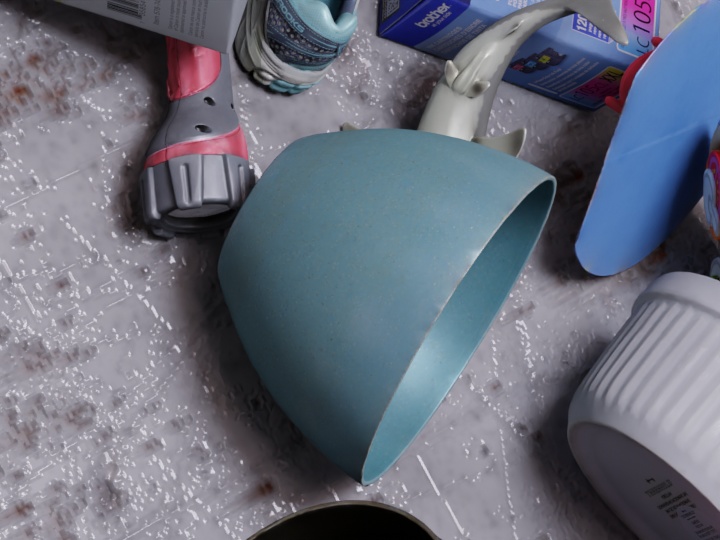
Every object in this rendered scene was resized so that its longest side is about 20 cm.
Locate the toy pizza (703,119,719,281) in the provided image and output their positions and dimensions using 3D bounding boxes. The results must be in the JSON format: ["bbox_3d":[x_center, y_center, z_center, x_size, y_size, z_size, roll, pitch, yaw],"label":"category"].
[{"bbox_3d":[0.240,0.004,1.551,0.032,0.200,0.201,-13,78,-2],"label":"toy pizza"}]

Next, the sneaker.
[{"bbox_3d":[-0.020,-0.209,1.513,0.077,0.086,0.201,13,66,-28],"label":"sneaker"}]

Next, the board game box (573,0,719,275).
[{"bbox_3d":[0.178,-0.092,1.560,0.039,0.201,0.158,33,34,27],"label":"board game box"}]

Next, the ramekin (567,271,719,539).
[{"bbox_3d":[0.213,0.107,1.479,0.105,0.200,0.200,-45,99,-16],"label":"ramekin"}]

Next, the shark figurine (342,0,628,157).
[{"bbox_3d":[0.080,-0.102,1.531,0.128,0.215,0.089,34,12,16],"label":"shark figurine"}]

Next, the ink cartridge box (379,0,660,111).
[{"bbox_3d":[0.090,-0.197,1.587,0.199,0.076,0.137,17,65,-24],"label":"ink cartridge box"}]

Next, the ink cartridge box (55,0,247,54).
[{"bbox_3d":[-0.140,-0.238,1.375,0.199,0.145,0.145,17,61,0],"label":"ink cartridge box"}]

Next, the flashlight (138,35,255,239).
[{"bbox_3d":[-0.101,-0.121,1.444,0.068,0.068,0.201,-2,73,-19],"label":"flashlight"}]

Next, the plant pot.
[{"bbox_3d":[0.000,0.000,1.404,0.134,0.200,0.200,31,55,10],"label":"plant pot"}]

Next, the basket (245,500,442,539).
[{"bbox_3d":[0.019,0.209,1.291,0.200,0.180,0.136,27,29,-58],"label":"basket"}]
